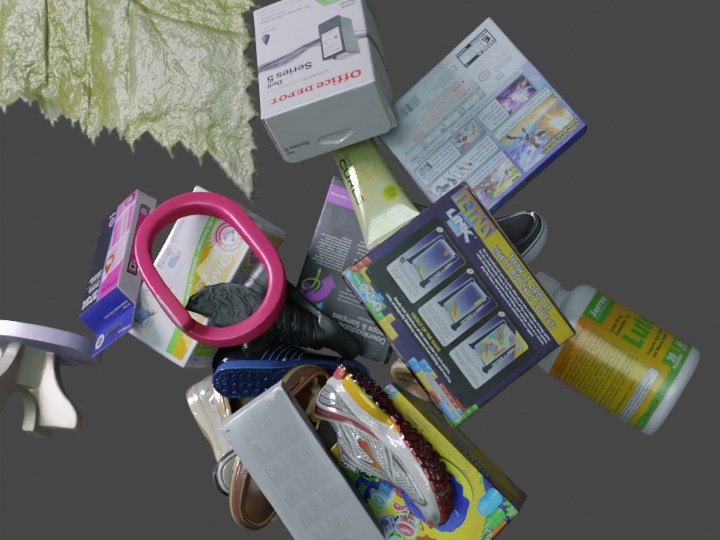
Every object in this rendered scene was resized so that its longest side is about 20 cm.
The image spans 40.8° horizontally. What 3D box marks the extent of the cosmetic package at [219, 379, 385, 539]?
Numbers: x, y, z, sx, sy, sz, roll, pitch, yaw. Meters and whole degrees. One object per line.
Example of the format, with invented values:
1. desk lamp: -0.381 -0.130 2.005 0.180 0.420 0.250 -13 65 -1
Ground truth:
1. cosmetic package: -0.062 0.225 1.041 0.082 0.051 0.201 -33 94 -2

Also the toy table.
1. toy table: -0.436 0.140 1.242 0.198 0.184 0.118 0 68 22

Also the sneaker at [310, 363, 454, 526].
1. sneaker: 0.025 0.197 1.046 0.082 0.078 0.200 -47 66 10

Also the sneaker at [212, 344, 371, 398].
1. sneaker: -0.085 0.117 1.202 0.197 0.078 0.071 5 124 -7

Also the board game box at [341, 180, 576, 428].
1. board game box: 0.102 0.035 1.024 0.165 0.057 0.201 -36 89 -5

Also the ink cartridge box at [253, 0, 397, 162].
1. ink cartridge box: -0.046 -0.247 1.173 0.144 0.084 0.202 -17 52 11

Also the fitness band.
1. fitness band: -0.171 -0.003 1.105 0.143 0.038 0.200 -33 66 -17

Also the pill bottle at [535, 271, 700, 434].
1. pill bottle: 0.268 0.087 1.095 0.199 0.111 0.112 32 93 14

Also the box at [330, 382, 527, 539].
1. box: 0.055 0.268 1.126 0.200 0.122 0.193 43 96 14

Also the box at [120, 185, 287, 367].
1. box: -0.193 0.010 1.214 0.101 0.112 0.201 30 91 14

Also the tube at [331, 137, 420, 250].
1. tube: 0.004 -0.127 1.185 0.058 0.051 0.201 -54 52 48

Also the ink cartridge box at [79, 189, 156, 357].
1. ink cartridge box: -0.307 0.001 1.217 0.094 0.037 0.202 -32 44 37

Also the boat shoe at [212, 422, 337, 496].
1. boat shoe: -0.090 0.207 1.163 0.199 0.057 0.067 -25 91 -24

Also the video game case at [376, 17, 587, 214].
1. video game case: 0.143 -0.173 1.182 0.200 0.045 0.182 -41 76 7

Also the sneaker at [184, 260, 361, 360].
1. sneaker: -0.102 0.068 1.146 0.199 0.060 0.104 41 83 -12

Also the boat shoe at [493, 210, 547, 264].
1. boat shoe: 0.119 -0.021 1.084 0.198 0.067 0.070 -26 49 -3

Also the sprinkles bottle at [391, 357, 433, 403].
1. sprinkles bottle: 0.112 0.055 1.115 0.068 0.068 0.201 29 64 14

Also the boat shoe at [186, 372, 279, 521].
1. boat shoe: -0.142 0.213 1.203 0.069 0.074 0.201 -38 77 14

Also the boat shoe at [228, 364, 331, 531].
1. boat shoe: -0.088 0.197 1.097 0.072 0.067 0.202 30 71 -15

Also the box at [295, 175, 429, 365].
1. box: 0.000 0.000 1.208 0.142 0.036 0.202 19 89 15
